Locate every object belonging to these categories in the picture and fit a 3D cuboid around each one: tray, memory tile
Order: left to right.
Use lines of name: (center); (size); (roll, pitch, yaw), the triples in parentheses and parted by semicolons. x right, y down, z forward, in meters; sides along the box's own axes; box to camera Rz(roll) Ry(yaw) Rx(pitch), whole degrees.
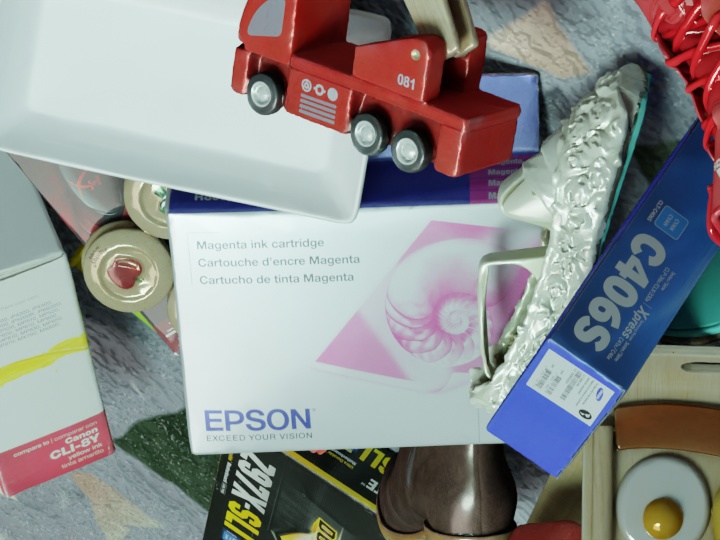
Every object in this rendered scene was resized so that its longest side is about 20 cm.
tray: (-0.088, -0.096, 1.276); (0.199, 0.022, 0.108); (12, 106, 4)
memory tile: (-0.045, -0.039, 1.336); (0.153, 0.017, 0.201); (26, 114, -10)

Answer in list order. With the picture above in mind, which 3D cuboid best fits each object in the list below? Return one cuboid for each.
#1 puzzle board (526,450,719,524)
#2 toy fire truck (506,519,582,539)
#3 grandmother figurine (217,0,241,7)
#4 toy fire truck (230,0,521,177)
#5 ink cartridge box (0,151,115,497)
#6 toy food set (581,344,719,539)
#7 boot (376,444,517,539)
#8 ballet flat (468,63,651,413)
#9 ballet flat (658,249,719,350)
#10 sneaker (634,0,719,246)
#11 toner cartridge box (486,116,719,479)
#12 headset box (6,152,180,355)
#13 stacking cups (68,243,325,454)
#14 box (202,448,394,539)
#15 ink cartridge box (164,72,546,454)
puzzle board: (0.167, 0.147, 1.369); (0.150, 0.017, 0.200); (31, 148, 9)
toy fire truck: (0.137, 0.217, 1.370); (0.200, 0.112, 0.168); (48, 151, -15)
grandmother figurine: (-0.054, -0.187, 1.251); (0.199, 0.061, 0.122); (14, 122, 21)
toy fire truck: (0.030, -0.121, 1.167); (0.199, 0.049, 0.142); (23, 115, 33)
ink cartridge box: (-0.229, 0.021, 1.622); (0.201, 0.083, 0.145); (83, 163, -49)
toy food set: (0.180, 0.138, 1.240); (0.142, 0.201, 0.060); (2, 174, 1)
boot: (0.053, 0.094, 1.501); (0.200, 0.072, 0.167); (-123, 30, -69)
ballet flat: (0.093, -0.009, 1.259); (0.071, 0.072, 0.201); (22, 115, 24)
ballet flat: (0.219, 0.011, 1.241); (0.067, 0.068, 0.200); (33, 152, -19)
sneaker: (0.164, -0.087, 1.122); (0.200, 0.116, 0.078); (36, 148, 4)
toner cartridge box: (0.135, -0.005, 1.174); (0.043, 0.200, 0.095); (35, 148, 3)
headset box: (-0.087, -0.062, 1.379); (0.148, 0.075, 0.200); (-31, 111, 18)
stacking cups: (-0.091, 0.039, 1.595); (0.200, 0.061, 0.060); (41, 148, -10)
box: (-0.022, 0.173, 1.698); (0.159, 0.049, 0.200); (34, 148, 11)
ink cartridge box: (0.000, 0.000, 1.323); (0.195, 0.043, 0.201); (-3, 118, 4)
